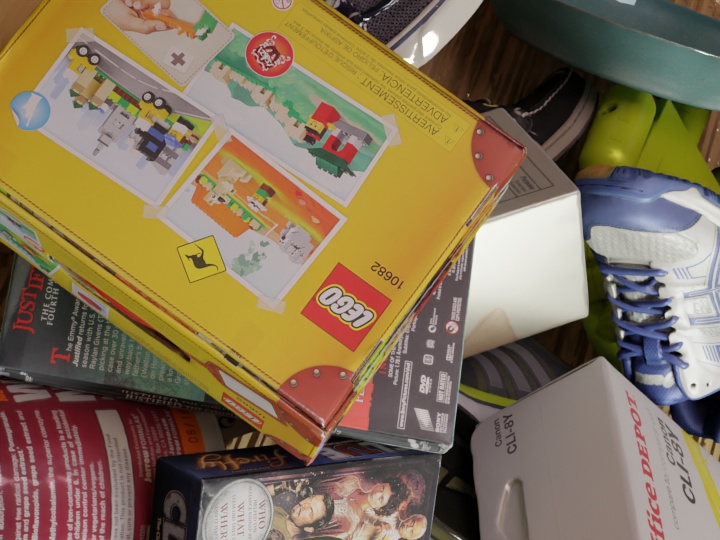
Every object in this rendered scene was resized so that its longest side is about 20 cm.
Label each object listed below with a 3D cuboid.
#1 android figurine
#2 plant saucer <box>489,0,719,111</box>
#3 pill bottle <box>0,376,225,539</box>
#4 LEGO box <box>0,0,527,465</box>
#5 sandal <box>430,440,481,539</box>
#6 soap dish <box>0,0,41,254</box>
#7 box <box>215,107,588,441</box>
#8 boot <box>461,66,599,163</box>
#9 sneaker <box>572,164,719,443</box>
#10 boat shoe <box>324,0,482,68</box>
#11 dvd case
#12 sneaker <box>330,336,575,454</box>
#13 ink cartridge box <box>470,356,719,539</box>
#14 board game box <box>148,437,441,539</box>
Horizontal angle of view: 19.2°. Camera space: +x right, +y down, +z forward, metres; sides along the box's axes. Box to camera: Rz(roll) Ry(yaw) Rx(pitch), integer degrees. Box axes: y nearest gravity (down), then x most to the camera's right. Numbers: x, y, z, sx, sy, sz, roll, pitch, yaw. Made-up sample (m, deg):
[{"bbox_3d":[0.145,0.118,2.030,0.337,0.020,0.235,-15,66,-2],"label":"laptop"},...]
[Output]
[{"bbox_3d":[0.171,-0.011,1.180,0.182,0.041,0.200,57,39,-24],"label":"android figurine"},{"bbox_3d":[0.154,-0.130,1.196,0.200,0.200,0.036,10,108,-28],"label":"plant saucer"},{"bbox_3d":[-0.165,0.100,0.912,0.200,0.110,0.110,2,69,-32],"label":"pill bottle"},{"bbox_3d":[-0.056,-0.041,0.883,0.200,0.077,0.149,36,74,3],"label":"LEGO box"},{"bbox_3d":[0.069,0.154,1.067,0.201,0.057,0.080,44,28,-17],"label":"sandal"},{"bbox_3d":[-0.183,-0.131,1.019,0.157,0.081,0.200,34,56,-15],"label":"soap dish"},{"bbox_3d":[0.000,0.000,1.013,0.200,0.078,0.095,-17,35,-13],"label":"box"},{"bbox_3d":[0.028,-0.091,1.143,0.200,0.073,0.151,-41,94,-32],"label":"boot"},{"bbox_3d":[0.158,0.021,1.055,0.200,0.075,0.088,41,65,-47],"label":"sneaker"},{"bbox_3d":[-0.033,-0.118,0.971,0.093,0.200,0.075,45,11,-34],"label":"boat shoe"},{"bbox_3d":[-0.049,-0.007,0.932,0.200,0.022,0.146,10,71,-10],"label":"dvd case"},{"bbox_3d":[0.052,0.064,1.099,0.200,0.074,0.081,22,41,-23],"label":"sneaker"},{"bbox_3d":[0.150,0.158,1.037,0.200,0.083,0.145,39,30,-34],"label":"ink cartridge box"},{"bbox_3d":[-0.036,0.175,0.932,0.135,0.035,0.200,-3,105,-41],"label":"board game box"}]
